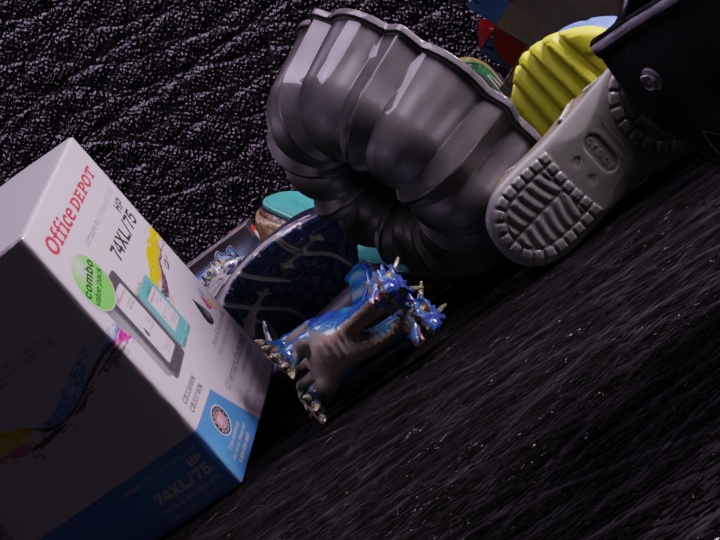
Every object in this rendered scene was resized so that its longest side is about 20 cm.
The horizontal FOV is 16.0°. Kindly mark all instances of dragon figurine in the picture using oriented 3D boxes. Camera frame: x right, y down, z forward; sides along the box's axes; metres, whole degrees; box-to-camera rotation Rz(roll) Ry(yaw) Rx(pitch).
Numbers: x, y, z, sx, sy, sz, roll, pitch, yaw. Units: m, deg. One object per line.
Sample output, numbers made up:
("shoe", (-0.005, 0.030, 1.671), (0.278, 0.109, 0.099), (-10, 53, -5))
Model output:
("dragon figurine", (-0.005, 0.036, 1.525), (0.099, 0.059, 0.200), (-37, 5, -6))

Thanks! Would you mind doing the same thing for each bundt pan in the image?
("bundt pan", (0.023, -0.065, 1.556), (0.076, 0.202, 0.202), (-53, 10, -19))

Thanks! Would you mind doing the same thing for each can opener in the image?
("can opener", (-0.061, 0.059, 1.639), (0.200, 0.067, 0.053), (-43, 6, 18))

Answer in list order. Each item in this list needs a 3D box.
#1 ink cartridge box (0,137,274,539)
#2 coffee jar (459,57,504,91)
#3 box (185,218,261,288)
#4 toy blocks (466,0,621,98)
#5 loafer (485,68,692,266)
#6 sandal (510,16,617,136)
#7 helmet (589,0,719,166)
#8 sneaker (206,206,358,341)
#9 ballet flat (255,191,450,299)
("ink cartridge box", (-0.177, 0.057, 1.549), (0.146, 0.200, 0.147), (-34, 19, 21))
("coffee jar", (0.085, -0.114, 2.076), (0.085, 0.105, 0.200), (-33, 5, 10))
("box", (-0.127, 0.066, 1.818), (0.199, 0.110, 0.035), (-35, 4, 6))
("toy blocks", (0.140, -0.182, 1.764), (0.100, 0.136, 0.200), (-58, 1, -43))
("loafer", (0.145, -0.081, 1.475), (0.200, 0.075, 0.070), (-37, 9, -9))
("sandal", (0.137, -0.099, 1.588), (0.087, 0.080, 0.200), (-28, -12, -28))
("helmet", (0.183, -0.128, 0.970), (0.198, 0.192, 0.200), (-4, -11, -1))
("sneaker", (-0.072, 0.018, 1.696), (0.200, 0.077, 0.086), (-49, 29, 31))
("ballet flat", (0.000, 0.000, 1.719), (0.070, 0.066, 0.200), (-16, 25, -29))
